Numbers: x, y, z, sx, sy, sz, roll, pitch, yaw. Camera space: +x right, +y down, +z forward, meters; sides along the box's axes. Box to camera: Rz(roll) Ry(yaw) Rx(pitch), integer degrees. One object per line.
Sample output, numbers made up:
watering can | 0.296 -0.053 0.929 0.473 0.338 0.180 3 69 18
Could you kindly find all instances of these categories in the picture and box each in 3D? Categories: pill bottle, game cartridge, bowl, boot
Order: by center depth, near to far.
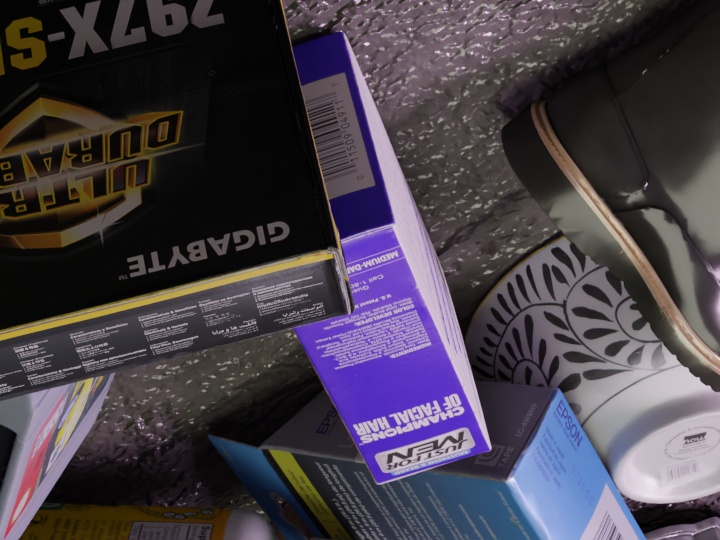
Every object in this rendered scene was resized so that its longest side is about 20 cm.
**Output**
game cartridge | -0.143 0.053 0.991 0.041 0.133 0.200 26 142 0
boot | 0.179 -0.032 0.993 0.138 0.078 0.200 -37 118 23
bowl | 0.160 0.059 1.137 0.200 0.094 0.201 -9 145 -6
pill bottle | -0.103 0.180 1.155 0.199 0.113 0.113 1 146 6

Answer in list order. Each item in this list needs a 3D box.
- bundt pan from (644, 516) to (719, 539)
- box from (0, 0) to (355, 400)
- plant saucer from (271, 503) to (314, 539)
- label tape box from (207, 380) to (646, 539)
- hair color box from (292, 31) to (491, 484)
bundt pan | 0.181 0.237 1.384 0.201 0.076 0.202 -18 153 -10
box | -0.115 -0.036 0.846 0.199 0.160 0.049 -13 145 0
plant saucer | 0.045 0.160 1.291 0.199 0.035 0.201 -10 146 -7
label tape box | 0.038 0.119 1.153 0.199 0.066 0.143 6 142 40
hair color box | 0.000 0.000 0.983 0.065 0.110 0.200 -19 145 6
